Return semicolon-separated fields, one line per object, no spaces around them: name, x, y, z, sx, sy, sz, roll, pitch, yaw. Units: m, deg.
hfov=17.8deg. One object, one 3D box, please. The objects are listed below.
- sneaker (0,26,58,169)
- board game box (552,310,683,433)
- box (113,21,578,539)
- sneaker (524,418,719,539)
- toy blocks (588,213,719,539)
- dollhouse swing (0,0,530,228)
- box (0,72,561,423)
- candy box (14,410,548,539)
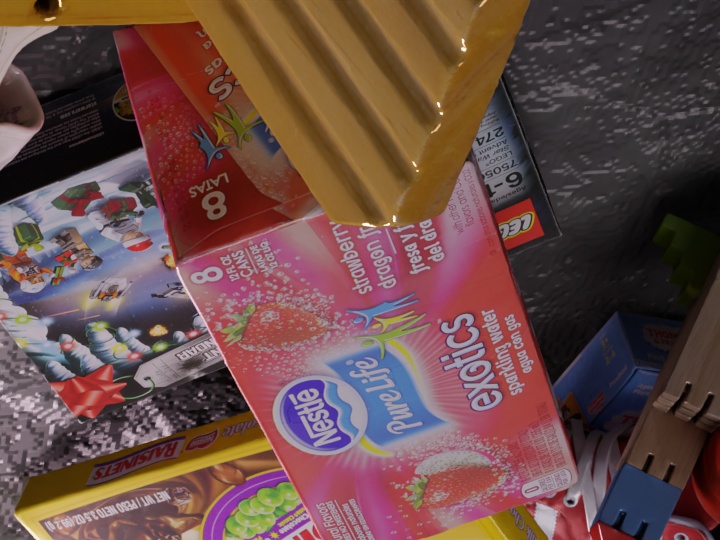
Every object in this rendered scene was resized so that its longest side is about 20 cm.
sneaker;-0.160;-0.028;0.739;0.100;0.075;0.200;9;136;-29
board game box;0.129;0.102;1.057;0.151;0.037;0.200;10;136;-30
box;0.000;0.000;0.755;0.095;0.100;0.200;-20;144;2
sneaker;0.076;0.081;0.945;0.200;0.071;0.112;35;132;-26
toy blocks;0.183;0.079;0.886;0.200;0.137;0.100;25;165;3
dollhouse swing;-0.071;-0.111;0.542;0.182;0.176;0.200;-4;144;-20
box;-0.039;-0.026;0.822;0.200;0.040;0.137;-22;144;5
candy box;-0.034;0.102;0.924;0.200;0.026;0.102;-19;124;32
